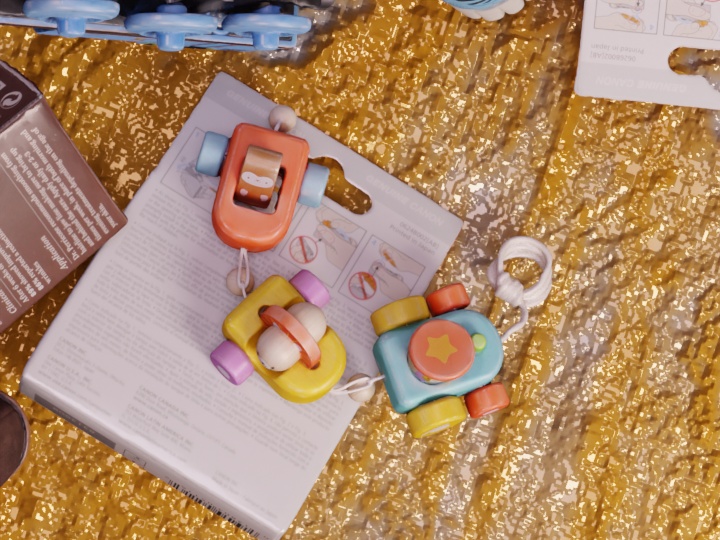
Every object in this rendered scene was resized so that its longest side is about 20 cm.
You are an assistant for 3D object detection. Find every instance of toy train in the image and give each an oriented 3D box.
[{"bbox_3d":[-0.109,-0.150,1.121,0.199,0.114,0.087,0,90,-31],"label":"toy train"},{"bbox_3d":[0.000,0.000,1.155,0.199,0.056,0.151,20,75,-3],"label":"toy train"}]

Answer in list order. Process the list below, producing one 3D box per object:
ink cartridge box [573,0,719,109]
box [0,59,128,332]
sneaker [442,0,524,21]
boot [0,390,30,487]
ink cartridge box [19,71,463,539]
[{"bbox_3d":[0.199,-0.185,1.194,0.161,0.050,0.201,6,94,-1],"label":"ink cartridge box"},{"bbox_3d":[-0.227,-0.005,1.132,0.200,0.075,0.100,-42,133,-13],"label":"box"},{"bbox_3d":[0.087,-0.221,1.136,0.078,0.090,0.200,43,108,39],"label":"sneaker"},{"bbox_3d":[-0.254,0.127,1.119,0.200,0.166,0.072,-38,90,-1],"label":"boot"},{"bbox_3d":[-0.062,0.019,1.194,0.160,0.047,0.200,31,73,0],"label":"ink cartridge box"}]
